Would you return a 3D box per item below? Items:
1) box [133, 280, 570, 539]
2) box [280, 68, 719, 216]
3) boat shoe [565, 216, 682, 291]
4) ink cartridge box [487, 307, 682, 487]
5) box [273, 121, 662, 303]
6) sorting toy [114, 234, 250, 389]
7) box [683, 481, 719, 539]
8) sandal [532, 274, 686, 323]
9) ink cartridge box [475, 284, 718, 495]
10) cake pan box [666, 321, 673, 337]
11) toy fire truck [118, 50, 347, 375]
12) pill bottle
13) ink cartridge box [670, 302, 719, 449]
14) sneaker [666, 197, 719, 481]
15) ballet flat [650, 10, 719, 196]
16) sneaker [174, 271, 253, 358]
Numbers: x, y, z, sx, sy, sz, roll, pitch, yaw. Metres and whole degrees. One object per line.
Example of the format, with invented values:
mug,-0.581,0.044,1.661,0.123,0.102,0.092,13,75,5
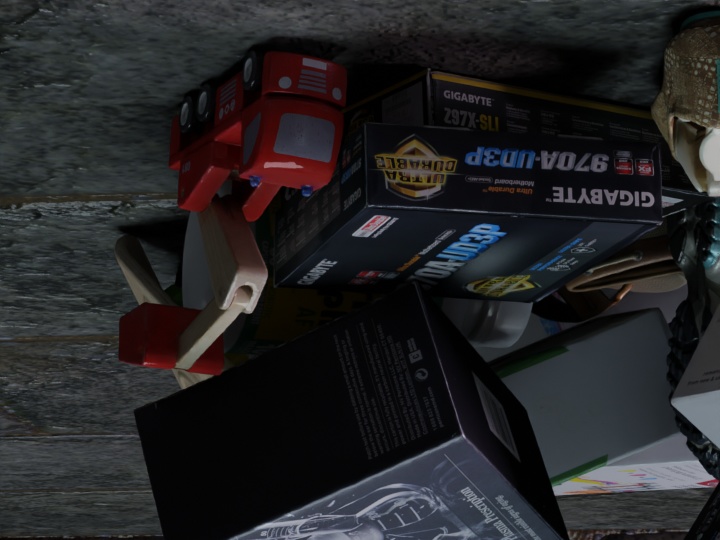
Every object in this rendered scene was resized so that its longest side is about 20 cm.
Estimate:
box,-0.001,0.123,1.378,0.181,0.105,0.200,-24,148,12
box,0.077,-0.057,1.350,0.199,0.050,0.159,8,163,-31
boat shoe,0.215,-0.019,1.462,0.199,0.074,0.076,-4,167,17
ink cartridge box,0.129,0.089,1.582,0.146,0.084,0.200,-22,179,-6
box,0.052,-0.028,1.270,0.158,0.046,0.200,4,167,-16
sorting toy,-0.087,0.085,1.606,0.036,0.200,0.186,-32,138,-10
box,0.280,0.135,1.398,0.050,0.200,0.198,41,161,-19
sandal,0.132,0.009,1.629,0.199,0.054,0.080,3,168,-27
ink cartridge box,0.188,0.088,1.787,0.199,0.146,0.145,-6,167,30
cake pan box,0.285,0.021,1.522,0.183,0.053,0.200,-24,175,-4
toy fire truck,-0.069,-0.025,1.267,0.048,0.142,0.200,9,165,-24
pill bottle,0.000,0.000,1.458,0.199,0.114,0.113,5,167,-19
ink cartridge box,0.279,0.031,1.301,0.146,0.201,0.084,42,152,-19
sneaker,0.231,0.025,1.389,0.086,0.201,0.078,-3,-170,-16
ballet flat,0.183,-0.074,1.232,0.070,0.066,0.200,-3,168,12
sneaker,-0.085,0.041,1.769,0.105,0.075,0.200,5,159,2
